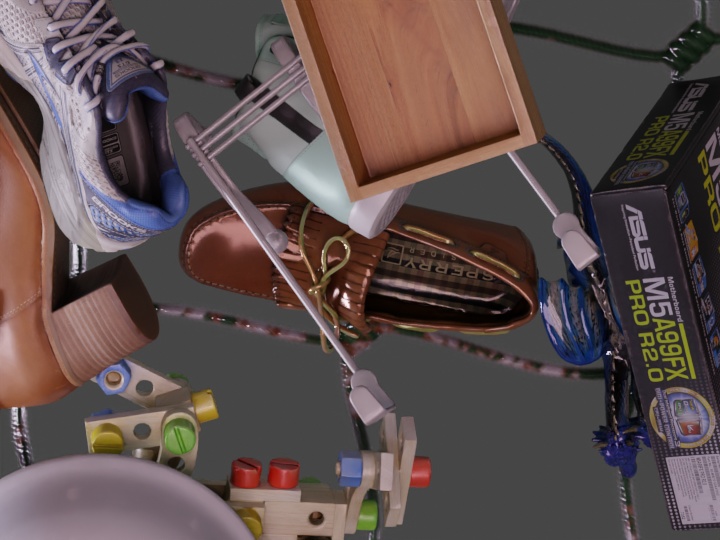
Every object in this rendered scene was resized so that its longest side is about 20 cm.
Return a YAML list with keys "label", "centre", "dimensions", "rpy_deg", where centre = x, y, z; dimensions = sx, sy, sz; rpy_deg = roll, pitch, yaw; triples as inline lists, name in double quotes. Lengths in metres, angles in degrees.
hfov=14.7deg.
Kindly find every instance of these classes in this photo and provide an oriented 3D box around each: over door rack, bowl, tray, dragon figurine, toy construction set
- label: "over door rack"
  centre: [0.014, -0.038, 1.426]
  dimensions: [0.148, 0.067, 0.200]
  rpy_deg: [-38, 72, 10]
- label: "bowl"
  centre: [-0.144, 0.208, 1.509]
  dimensions: [0.200, 0.090, 0.202]
  rpy_deg: [-1, 111, -2]
- label: "tray"
  centre: [0.011, -0.144, 1.356]
  dimensions: [0.098, 0.037, 0.201]
  rpy_deg: [-17, 96, 15]
- label: "dragon figurine"
  centre: [0.134, 0.015, 1.532]
  dimensions: [0.059, 0.100, 0.201]
  rpy_deg: [-15, 113, 19]
- label: "toy construction set"
  centre: [-0.059, 0.116, 1.572]
  dimensions: [0.199, 0.092, 0.132]
  rpy_deg: [8, 109, 5]

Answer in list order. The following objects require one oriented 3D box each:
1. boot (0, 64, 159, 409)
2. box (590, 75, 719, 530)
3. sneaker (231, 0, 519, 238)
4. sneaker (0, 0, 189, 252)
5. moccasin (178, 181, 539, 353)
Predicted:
- label: "boot"
  centre: [-0.218, -0.014, 1.528]
  dimensions: [0.155, 0.077, 0.201]
  rpy_deg: [-23, 107, 16]
- label: "box"
  centre: [0.188, 0.016, 1.510]
  dimensions: [0.044, 0.160, 0.201]
  rpy_deg: [-6, 112, 26]
- label: "sneaker"
  centre: [0.010, -0.132, 1.494]
  dimensions: [0.118, 0.074, 0.201]
  rpy_deg: [32, 91, 8]
- label: "sneaker"
  centre: [-0.136, -0.106, 1.434]
  dimensions: [0.077, 0.085, 0.201]
  rpy_deg: [-31, 108, -30]
- label: "moccasin"
  centre: [0.000, 0.001, 1.535]
  dimensions: [0.200, 0.078, 0.074]
  rpy_deg: [13, 115, -9]
